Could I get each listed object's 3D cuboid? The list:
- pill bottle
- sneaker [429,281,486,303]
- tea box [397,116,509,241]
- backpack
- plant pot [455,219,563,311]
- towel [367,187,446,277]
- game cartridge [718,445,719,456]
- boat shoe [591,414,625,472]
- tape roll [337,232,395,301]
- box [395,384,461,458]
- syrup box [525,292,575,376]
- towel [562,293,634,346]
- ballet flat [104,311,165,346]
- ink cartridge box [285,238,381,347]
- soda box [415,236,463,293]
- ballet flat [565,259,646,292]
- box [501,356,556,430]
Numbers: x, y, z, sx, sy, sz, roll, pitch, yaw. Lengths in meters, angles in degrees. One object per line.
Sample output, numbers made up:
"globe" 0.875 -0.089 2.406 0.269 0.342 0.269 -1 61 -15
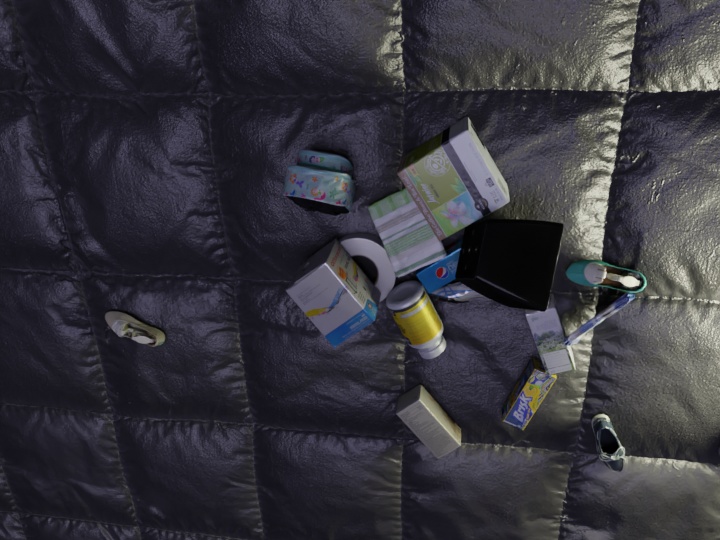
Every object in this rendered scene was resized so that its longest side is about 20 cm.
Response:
"pill bottle" 0.156 0.136 1.730 0.110 0.113 0.202 -21 116 18
"sneaker" 0.279 0.046 1.704 0.196 0.072 0.074 -6 76 21
"tea box" 0.221 -0.218 1.541 0.195 0.134 0.201 -29 108 22
"backpack" -0.098 -0.210 1.567 0.174 0.200 0.154 12 97 5
"plant pot" 0.335 -0.026 1.519 0.174 0.200 0.204 13 87 -12
"towel" 0.120 -0.102 1.649 0.147 0.031 0.203 -23 91 18
"game cartridge" 1.082 0.453 1.768 0.131 0.041 0.203 20 117 -4
"boat shoe" 0.712 0.505 1.842 0.073 0.062 0.203 -15 113 14
"tape roll" 0.000 0.000 1.740 0.198 0.037 0.207 4 115 8
"box" 0.201 0.443 1.894 0.094 0.078 0.201 -34 106 23
"syrup box" 0.500 0.170 1.707 0.077 0.082 0.203 -17 111 20
"towel" 0.606 0.125 1.637 0.200 0.146 0.024 -42 71 20
"ballet flat" -0.683 0.179 1.931 0.196 0.070 0.070 19 118 1
"ink cartridge box" -0.066 0.056 1.675 0.144 0.148 0.201 -34 106 23
"soda box" 0.242 -0.026 1.669 0.198 0.064 0.068 -32 107 22
"ballet flat" 0.619 0.012 1.613 0.196 0.070 0.069 11 88 3
"box" 0.469 0.345 1.808 0.069 0.065 0.203 22 118 -1
